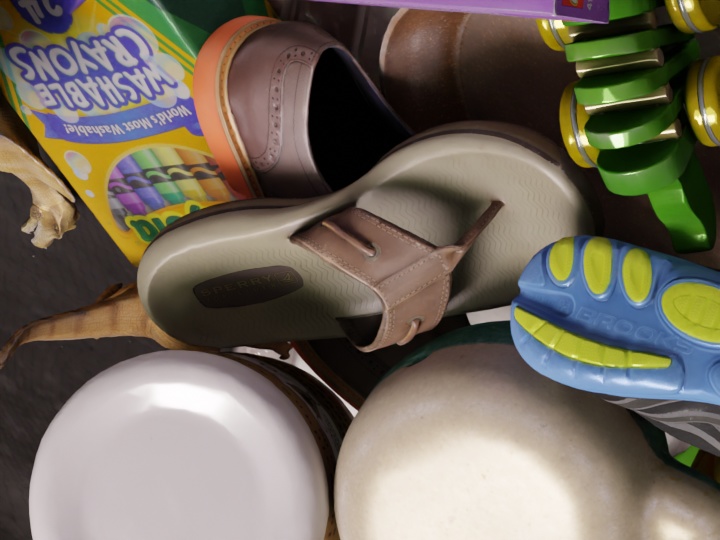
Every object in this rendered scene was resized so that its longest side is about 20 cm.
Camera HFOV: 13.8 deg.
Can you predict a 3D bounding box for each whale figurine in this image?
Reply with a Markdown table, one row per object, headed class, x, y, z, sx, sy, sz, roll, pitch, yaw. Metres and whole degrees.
| class | x | y | z | sx | sy | sz | roll | pitch | yaw |
| --- | --- | --- | --- | --- | --- | --- | --- | --- | --- |
| whale figurine | 0.080 | 0.108 | 1.128 | 0.159 | 0.104 | 0.200 | -28 | 103 | 32 |

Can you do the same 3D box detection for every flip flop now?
| class | x | y | z | sx | sy | sz | roll | pitch | yaw |
| --- | --- | --- | --- | --- | --- | --- | --- | --- | --- |
| flip flop | 0.000 | 0.000 | 1.110 | 0.199 | 0.058 | 0.081 | -12 | 124 | 27 |

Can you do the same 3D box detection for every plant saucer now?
| class | x | y | z | sx | sy | sz | roll | pitch | yaw |
| --- | --- | --- | --- | --- | --- | --- | --- | --- | --- |
| plant saucer | 0.093 | -0.035 | 1.117 | 0.200 | 0.034 | 0.201 | 34 | 152 | 21 |

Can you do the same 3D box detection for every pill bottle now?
| class | x | y | z | sx | sy | sz | roll | pitch | yaw |
| --- | --- | --- | --- | --- | --- | --- | --- | --- | --- |
| pill bottle | -0.054 | 0.090 | 1.199 | 0.114 | 0.115 | 0.200 | 28 | -178 | 9 |

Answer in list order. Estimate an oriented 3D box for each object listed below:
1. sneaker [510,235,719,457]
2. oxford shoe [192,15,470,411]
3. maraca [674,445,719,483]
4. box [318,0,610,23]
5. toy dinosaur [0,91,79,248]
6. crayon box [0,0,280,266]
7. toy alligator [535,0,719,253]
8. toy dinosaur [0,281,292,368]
| class | x | y | z | sx | sy | sz | roll | pitch | yaw |
| --- | --- | --- | --- | --- | --- | --- | --- | --- | --- |
| sneaker | 0.148 | 0.038 | 1.023 | 0.199 | 0.071 | 0.083 | 22 | -176 | 30 |
| oxford shoe | 0.004 | -0.009 | 1.172 | 0.072 | 0.071 | 0.200 | 7 | 134 | 52 |
| maraca | 0.171 | 0.101 | 1.162 | 0.107 | 0.138 | 0.200 | 13 | 171 | -24 |
| box | -0.003 | -0.158 | 0.992 | 0.199 | 0.039 | 0.137 | 8 | 94 | 34 |
| toy dinosaur | -0.162 | -0.065 | 1.277 | 0.101 | 0.058 | 0.200 | 42 | 177 | 14 |
| crayon box | -0.078 | -0.070 | 1.231 | 0.125 | 0.052 | 0.200 | -6 | 131 | 44 |
| toy alligator | 0.084 | -0.096 | 0.987 | 0.059 | 0.054 | 0.201 | -7 | 105 | 28 |
| toy dinosaur | -0.085 | 0.016 | 1.252 | 0.106 | 0.199 | 0.061 | -41 | 64 | 57 |
